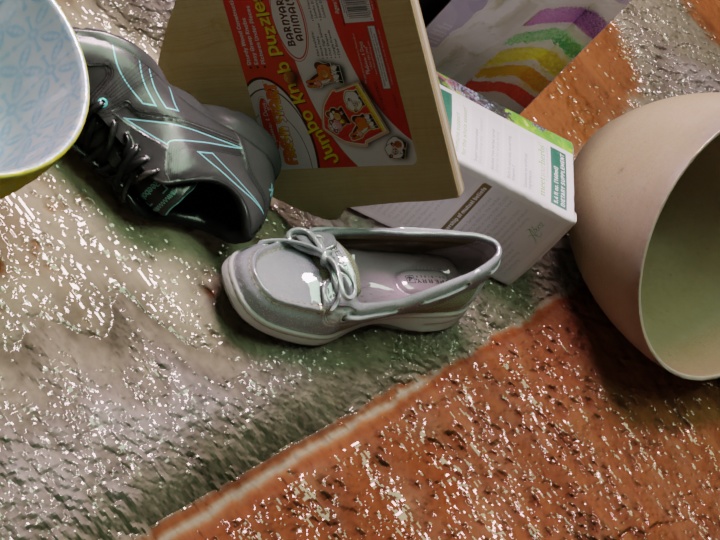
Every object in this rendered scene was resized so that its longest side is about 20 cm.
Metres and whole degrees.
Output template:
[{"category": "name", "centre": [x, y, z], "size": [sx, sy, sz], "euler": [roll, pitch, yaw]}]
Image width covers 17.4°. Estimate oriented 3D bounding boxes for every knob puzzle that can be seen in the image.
[{"category": "knob puzzle", "centre": [-0.040, -0.126, 1.484], "size": [0.220, 0.220, 0.030], "euler": [42, 40, -2]}]

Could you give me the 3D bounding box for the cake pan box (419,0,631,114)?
[{"category": "cake pan box", "centre": [0.057, -0.179, 1.608], "size": [0.200, 0.184, 0.052], "euler": [17, 46, -30]}]

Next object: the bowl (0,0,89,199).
[{"category": "bowl", "centre": [-0.265, -0.103, 1.323], "size": [0.200, 0.108, 0.201], "euler": [24, 44, -25]}]

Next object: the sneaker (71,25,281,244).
[{"category": "sneaker", "centre": [-0.136, -0.083, 1.445], "size": [0.200, 0.075, 0.079], "euler": [25, 45, -21]}]

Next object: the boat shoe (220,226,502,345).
[{"category": "boat shoe", "centre": [0.001, 0.001, 1.492], "size": [0.202, 0.065, 0.075], "euler": [3, 54, -39]}]

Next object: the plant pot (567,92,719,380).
[{"category": "plant pot", "centre": [0.220, -0.041, 1.648], "size": [0.200, 0.201, 0.134], "euler": [-1, 21, -41]}]

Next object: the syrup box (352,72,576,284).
[{"category": "syrup box", "centre": [0.043, -0.078, 1.587], "size": [0.200, 0.081, 0.079], "euler": [27, 41, -22]}]
